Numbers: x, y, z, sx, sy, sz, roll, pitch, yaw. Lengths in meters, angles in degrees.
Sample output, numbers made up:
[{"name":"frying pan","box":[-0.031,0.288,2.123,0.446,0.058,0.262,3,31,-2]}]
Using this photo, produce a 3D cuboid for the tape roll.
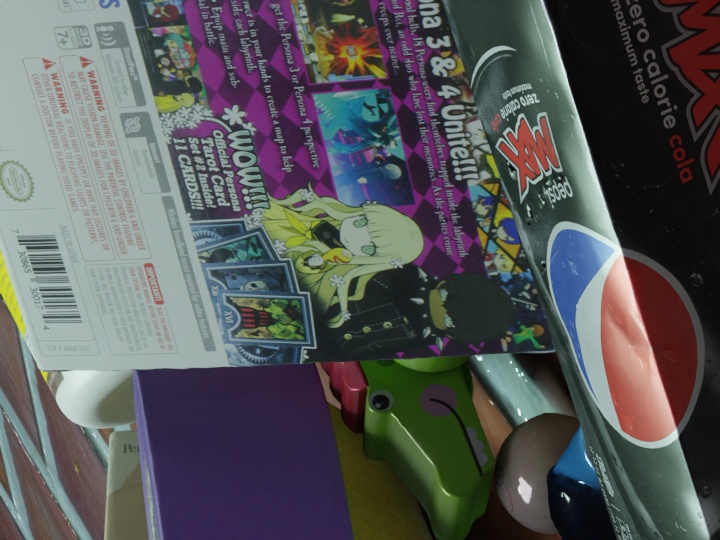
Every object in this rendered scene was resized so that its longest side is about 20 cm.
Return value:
[{"name":"tape roll","box":[-0.038,0.130,0.979,0.200,0.065,0.201,172,90,-83]}]

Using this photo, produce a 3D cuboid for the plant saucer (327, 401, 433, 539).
[{"name":"plant saucer","box":[0.009,0.167,1.101,0.200,0.048,0.201,-113,17,-68]}]

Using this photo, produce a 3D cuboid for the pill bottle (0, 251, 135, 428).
[{"name":"pill bottle","box":[-0.126,-0.038,1.233,0.201,0.109,0.109,61,163,15]}]

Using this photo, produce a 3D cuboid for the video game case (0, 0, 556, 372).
[{"name":"video game case","box":[-0.039,-0.059,0.841,0.036,0.180,0.201,-69,-30,-53]}]

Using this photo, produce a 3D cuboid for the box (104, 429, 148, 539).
[{"name":"box","box":[-0.070,0.170,1.246,0.078,0.094,0.201,85,-179,-47]}]

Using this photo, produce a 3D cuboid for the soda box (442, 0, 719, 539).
[{"name":"soda box","box":[0.086,0.002,0.688,0.063,0.070,0.201,21,133,66]}]

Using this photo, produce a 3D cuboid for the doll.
[{"name":"doll","box":[0.095,0.100,0.839,0.200,0.048,0.137,52,166,57]}]

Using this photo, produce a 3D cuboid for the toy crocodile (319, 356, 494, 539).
[{"name":"toy crocodile","box":[0.000,0.000,0.945,0.068,0.061,0.201,99,154,-63]}]
